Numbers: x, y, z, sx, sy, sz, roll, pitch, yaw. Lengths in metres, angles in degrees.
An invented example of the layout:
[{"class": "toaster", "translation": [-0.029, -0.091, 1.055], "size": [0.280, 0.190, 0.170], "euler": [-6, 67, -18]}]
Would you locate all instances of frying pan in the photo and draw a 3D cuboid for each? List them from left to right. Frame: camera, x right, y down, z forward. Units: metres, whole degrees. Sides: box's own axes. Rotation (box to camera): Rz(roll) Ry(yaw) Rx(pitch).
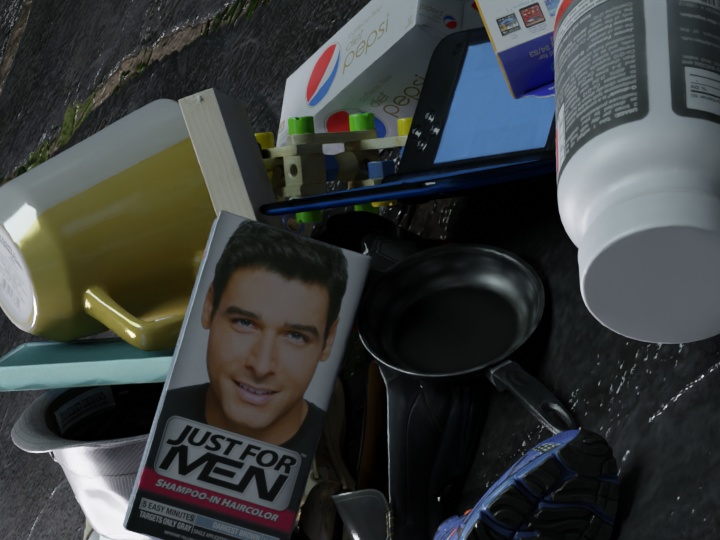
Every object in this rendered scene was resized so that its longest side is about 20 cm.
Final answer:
[{"class": "frying pan", "translation": [0.084, 0.040, 1.646], "size": [0.190, 0.031, 0.115], "euler": [23, 53, 34]}]

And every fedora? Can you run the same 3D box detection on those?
[{"class": "fedora", "translation": [-0.135, 0.122, 1.806], "size": [0.200, 0.176, 0.091], "euler": [-155, 53, -67]}]

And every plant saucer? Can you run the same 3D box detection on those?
[{"class": "plant saucer", "translation": [-0.155, 0.059, 1.845], "size": [0.070, 0.199, 0.019], "euler": [-37, -60, -65]}]

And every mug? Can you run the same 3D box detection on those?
[{"class": "mug", "translation": [-0.167, -0.024, 1.876], "size": [0.186, 0.153, 0.150], "euler": [-2, 108, 63]}]

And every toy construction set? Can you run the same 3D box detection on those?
[{"class": "toy construction set", "translation": [-0.048, -0.063, 1.947], "size": [0.200, 0.131, 0.092], "euler": [-31, 69, 59]}]

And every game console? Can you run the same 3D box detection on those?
[{"class": "game console", "translation": [0.054, -0.099, 1.711], "size": [0.200, 0.118, 0.171], "euler": [-5, 64, 53]}]

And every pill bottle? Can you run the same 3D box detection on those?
[{"class": "pill bottle", "translation": [0.161, -0.068, 1.476], "size": [0.116, 0.116, 0.200], "euler": [-46, 30, 41]}]

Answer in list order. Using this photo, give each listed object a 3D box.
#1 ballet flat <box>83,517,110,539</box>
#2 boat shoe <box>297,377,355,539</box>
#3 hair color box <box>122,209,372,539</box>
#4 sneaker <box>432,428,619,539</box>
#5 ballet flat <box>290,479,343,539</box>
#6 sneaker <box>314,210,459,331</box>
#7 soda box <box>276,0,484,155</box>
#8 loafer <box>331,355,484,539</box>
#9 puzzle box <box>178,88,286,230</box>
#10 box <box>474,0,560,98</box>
[{"class": "ballet flat", "translation": [-0.158, 0.234, 1.897], "size": [0.062, 0.067, 0.201], "euler": [-25, -72, -69]}, {"class": "boat shoe", "translation": [-0.046, 0.138, 1.823], "size": [0.073, 0.063, 0.200], "euler": [-53, 26, 30]}, {"class": "hair color box", "translation": [-0.069, 0.074, 1.677], "size": [0.061, 0.099, 0.201], "euler": [139, 148, -83]}, {"class": "sneaker", "translation": [0.072, 0.154, 1.530], "size": [0.200, 0.075, 0.079], "euler": [-52, 23, 30]}, {"class": "ballet flat", "translation": [-0.052, 0.215, 1.722], "size": [0.066, 0.057, 0.200], "euler": [-67, -3, -64]}, {"class": "sneaker", "translation": [0.000, 0.000, 1.806], "size": [0.200, 0.098, 0.071], "euler": [6, 76, 68]}, {"class": "soda box", "translation": [0.016, -0.141, 1.948], "size": [0.200, 0.064, 0.068], "euler": [-39, 35, 51]}, {"class": "loafer", "translation": [0.012, 0.149, 1.668], "size": [0.073, 0.072, 0.201], "euler": [-22, 50, 59]}, {"class": "puzzle box", "translation": [-0.065, -0.016, 1.781], "size": [0.133, 0.025, 0.201], "euler": [13, -121, -84]}, {"class": "box", "translation": [0.128, -0.175, 1.675], "size": [0.119, 0.042, 0.200], "euler": [-22, 31, 4]}]
